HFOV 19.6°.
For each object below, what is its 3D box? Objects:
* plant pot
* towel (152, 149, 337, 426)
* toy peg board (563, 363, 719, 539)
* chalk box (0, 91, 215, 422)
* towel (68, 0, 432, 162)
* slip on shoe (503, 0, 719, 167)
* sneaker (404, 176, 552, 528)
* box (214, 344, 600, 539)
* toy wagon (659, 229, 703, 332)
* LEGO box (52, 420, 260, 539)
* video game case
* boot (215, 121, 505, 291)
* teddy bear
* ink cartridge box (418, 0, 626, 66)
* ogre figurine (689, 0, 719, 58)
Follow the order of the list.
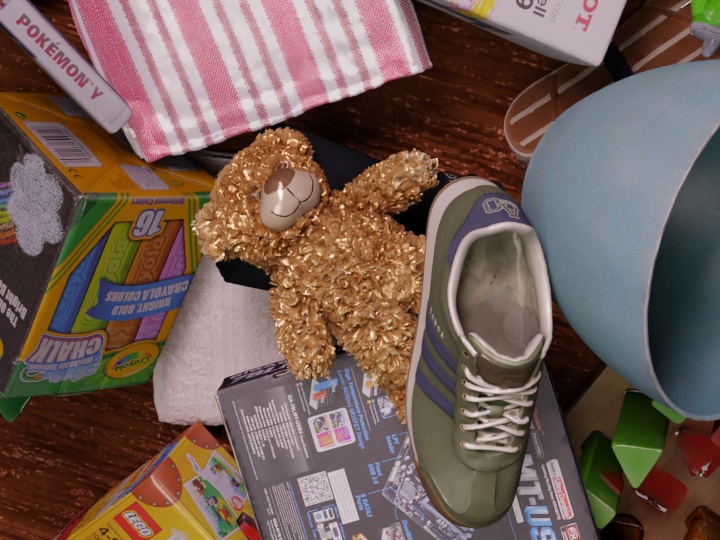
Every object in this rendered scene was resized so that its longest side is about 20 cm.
[{"bbox_3d":[0.170,-0.032,1.175,0.135,0.200,0.200,23,119,40],"label":"plant pot"},{"bbox_3d":[-0.073,0.018,1.386,0.132,0.034,0.200,6,112,13],"label":"towel"},{"bbox_3d":[0.217,0.150,1.327,0.199,0.098,0.200,36,115,-1],"label":"toy peg board"},{"bbox_3d":[-0.195,0.001,1.338,0.125,0.124,0.200,44,122,33],"label":"chalk box"},{"bbox_3d":[-0.071,-0.158,1.244,0.200,0.030,0.147,-17,108,16],"label":"towel"},{"bbox_3d":[0.184,-0.115,1.258,0.200,0.076,0.061,-33,140,15],"label":"slip on shoe"},{"bbox_3d":[0.068,0.052,1.151,0.067,0.090,0.201,-1,99,-13],"label":"sneaker"},{"bbox_3d":[0.035,0.135,1.273,0.198,0.050,0.200,-17,95,4],"label":"box"},{"bbox_3d":[0.249,0.000,1.259,0.155,0.040,0.200,-39,73,-4],"label":"toy wagon"},{"bbox_3d":[-0.104,0.226,1.437,0.200,0.077,0.149,48,125,-7],"label":"LEGO box"},{"bbox_3d":[-0.233,-0.180,1.236,0.023,0.200,0.182,-45,136,-2],"label":"video game case"},{"bbox_3d":[-0.014,0.014,1.315,0.168,0.076,0.200,12,109,-18],"label":"boot"},{"bbox_3d":[0.000,0.000,1.208,0.145,0.067,0.200,-33,90,3],"label":"teddy bear"},{"bbox_3d":[0.064,-0.218,1.168,0.200,0.088,0.146,21,95,-22],"label":"ink cartridge box"},{"bbox_3d":[0.226,-0.195,1.150,0.098,0.200,0.120,14,135,-17],"label":"ogre figurine"}]
